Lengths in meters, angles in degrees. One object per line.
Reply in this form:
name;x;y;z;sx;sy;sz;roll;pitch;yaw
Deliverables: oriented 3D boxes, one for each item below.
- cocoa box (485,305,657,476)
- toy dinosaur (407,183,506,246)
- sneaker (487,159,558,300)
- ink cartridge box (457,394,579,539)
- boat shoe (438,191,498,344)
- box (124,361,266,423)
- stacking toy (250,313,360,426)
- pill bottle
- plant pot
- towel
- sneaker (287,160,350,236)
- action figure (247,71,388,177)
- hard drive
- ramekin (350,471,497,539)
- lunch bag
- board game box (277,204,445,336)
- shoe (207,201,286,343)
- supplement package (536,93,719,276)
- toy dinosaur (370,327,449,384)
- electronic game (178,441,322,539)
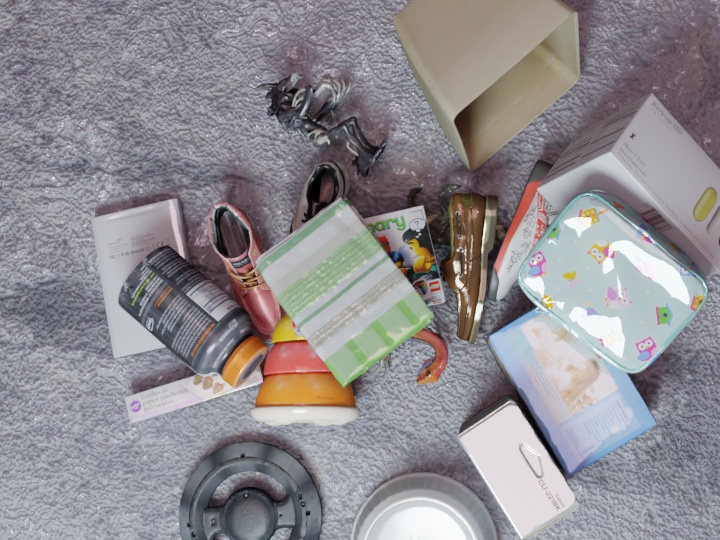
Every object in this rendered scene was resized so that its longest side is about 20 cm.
cocoa box;0.265;0.140;1.266;0.132;0.131;0.202;-30;82;3
toy dinosaur;0.100;-0.071;1.351;0.197;0.047;0.090;-2;91;10
sneaker;0.248;-0.039;1.315;0.107;0.067;0.204;22;82;10
ink cartridge box;0.193;0.239;1.231;0.083;0.200;0.145;-33;81;2
boat shoe;0.138;-0.004;1.313;0.067;0.072;0.203;6;101;4
box;-0.226;0.165;1.368;0.197;0.041;0.039;-18;82;4
stacking toy;-0.071;0.103;1.308;0.144;0.146;0.203;-1;80;7
pill bottle;-0.218;0.067;1.315;0.199;0.106;0.107;39;90;10
plant pot;0.155;-0.287;1.298;0.199;0.200;0.178;-39;71;2
towel;-0.021;0.025;1.232;0.148;0.031;0.201;-36;72;-4
sneaker;-0.069;-0.058;1.352;0.073;0.080;0.203;14;88;5
action figure;-0.051;-0.219;1.350;0.199;0.119;0.103;34;107;-1
hard drive;-0.301;0.011;1.398;0.130;0.026;0.203;-12;84;5
ramekin;0.081;0.368;1.285;0.199;0.094;0.206;-1;85;6
lunch bag;0.289;0.012;1.159;0.199;0.077;0.161;40;111;9
board game box;0.000;0.000;1.269;0.197;0.035;0.128;-13;67;2
shoe;-0.155;0.004;1.349;0.071;0.091;0.203;-21;82;4
supplement package;0.352;-0.088;1.226;0.200;0.155;0.111;44;65;-10
toy dinosaur;0.033;0.075;1.285;0.105;0.180;0.201;-51;125;-20
electronic game;-0.149;0.335;1.342;0.197;0.042;0.203;0;84;5
